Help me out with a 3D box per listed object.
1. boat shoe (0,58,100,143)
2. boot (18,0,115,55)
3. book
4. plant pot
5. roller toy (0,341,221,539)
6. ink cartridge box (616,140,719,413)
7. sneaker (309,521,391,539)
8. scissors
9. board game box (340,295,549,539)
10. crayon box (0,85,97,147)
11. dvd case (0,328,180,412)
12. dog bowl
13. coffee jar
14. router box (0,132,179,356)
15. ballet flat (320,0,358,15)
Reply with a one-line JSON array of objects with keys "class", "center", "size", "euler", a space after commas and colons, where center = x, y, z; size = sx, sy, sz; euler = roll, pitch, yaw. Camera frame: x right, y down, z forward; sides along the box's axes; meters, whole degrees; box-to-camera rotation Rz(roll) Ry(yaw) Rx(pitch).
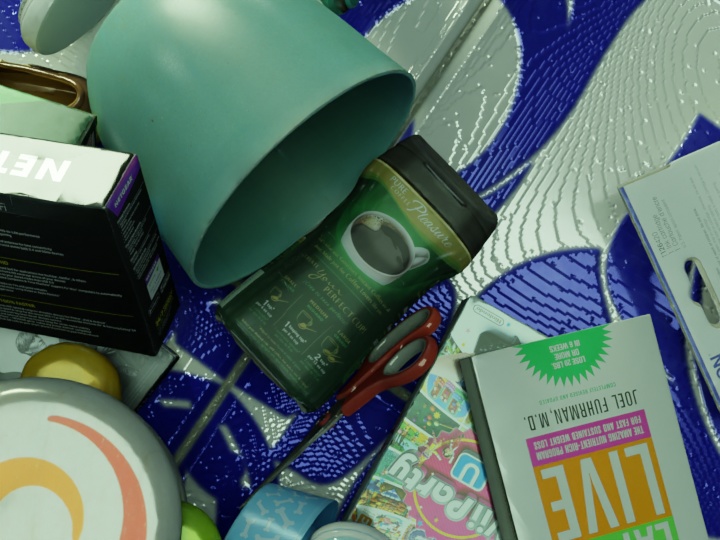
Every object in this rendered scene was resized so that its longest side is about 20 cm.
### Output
[{"class": "boat shoe", "center": [-0.287, -0.127, 0.806], "size": [0.200, 0.068, 0.072], "euler": [2, 83, -2]}, {"class": "boot", "center": [-0.216, -0.260, 0.832], "size": [0.095, 0.074, 0.200], "euler": [31, 74, 7]}, {"class": "book", "center": [0.156, 0.142, 0.749], "size": [0.133, 0.048, 0.200], "euler": [-13, 83, -10]}, {"class": "plant pot", "center": [-0.088, -0.114, 0.758], "size": [0.201, 0.201, 0.161], "euler": [-42, 77, -7]}, {"class": "roller toy", "center": [-0.205, 0.163, 0.716], "size": [0.182, 0.140, 0.200], "euler": [-33, 84, -11]}, {"class": "ink cartridge box", "center": [0.316, -0.011, 0.836], "size": [0.200, 0.047, 0.198], "euler": [-23, 86, -4]}, {"class": "sneaker", "center": [0.010, 0.270, 0.705], "size": [0.079, 0.131, 0.200], "euler": [-14, 111, 10]}, {"class": "scissors", "center": [-0.015, 0.100, 0.814], "size": [0.200, 0.073, 0.014], "euler": [-41, 113, 16]}, {"class": "board game box", "center": [0.091, 0.141, 0.795], "size": [0.147, 0.064, 0.200], "euler": [29, 84, 1]}, {"class": "crayon box", "center": [-0.278, -0.078, 0.749], "size": [0.200, 0.127, 0.051], "euler": [18, 56, 2]}, {"class": "dvd case", "center": [-0.256, 0.060, 0.806], "size": [0.200, 0.025, 0.150], "euler": [38, 83, 3]}, {"class": "dog bowl", "center": [-0.083, 0.237, 0.754], "size": [0.050, 0.111, 0.200], "euler": [25, 82, 14]}, {"class": "coffee jar", "center": [0.000, 0.000, 0.796], "size": [0.200, 0.085, 0.104], "euler": [-43, 86, -6]}, {"class": "router box", "center": [-0.228, -0.021, 0.711], "size": [0.200, 0.149, 0.051], "euler": [10, 52, 11]}, {"class": "ballet flat", "center": [-0.017, -0.253, 0.809], "size": [0.070, 0.067, 0.200], "euler": [11, 48, 9]}]
